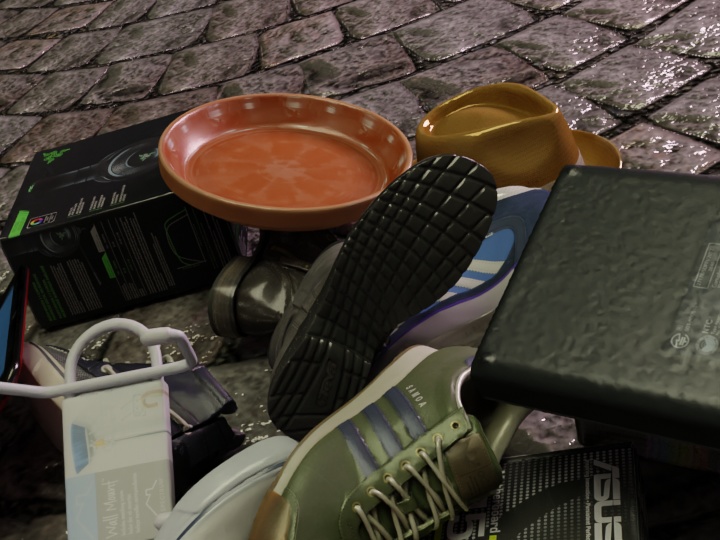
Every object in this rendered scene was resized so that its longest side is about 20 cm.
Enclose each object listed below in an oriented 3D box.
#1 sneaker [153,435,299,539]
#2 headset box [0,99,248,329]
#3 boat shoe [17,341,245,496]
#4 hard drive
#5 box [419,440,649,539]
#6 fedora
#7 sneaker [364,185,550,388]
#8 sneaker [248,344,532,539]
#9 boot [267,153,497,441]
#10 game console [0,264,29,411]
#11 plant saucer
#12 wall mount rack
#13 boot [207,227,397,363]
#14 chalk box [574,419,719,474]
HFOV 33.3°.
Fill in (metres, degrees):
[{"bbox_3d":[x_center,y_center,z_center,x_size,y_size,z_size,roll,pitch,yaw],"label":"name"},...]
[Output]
[{"bbox_3d":[-0.085,0.179,0.633,0.071,0.073,0.200,33,77,37],"label":"sneaker"},{"bbox_3d":[-0.203,-0.051,1.050,0.198,0.094,0.175,-15,30,6],"label":"headset box"},{"bbox_3d":[-0.162,0.090,0.833,0.092,0.075,0.199,-30,41,-29],"label":"boat shoe"},{"bbox_3d":[0.165,0.015,0.583,0.198,0.033,0.140,9,59,36],"label":"hard drive"},{"bbox_3d":[0.049,0.177,0.599,0.191,0.048,0.201,-11,31,18],"label":"box"},{"bbox_3d":[0.107,-0.094,0.967,0.198,0.083,0.201,-13,32,8],"label":"fedora"},{"bbox_3d":[0.064,0.023,0.797,0.199,0.081,0.147,-39,26,-1],"label":"sneaker"},{"bbox_3d":[0.028,0.100,0.620,0.089,0.068,0.200,-4,27,37],"label":"sneaker"},{"bbox_3d":[0.000,0.000,0.747,0.201,0.070,0.132,-51,14,10],"label":"boot"},{"bbox_3d":[-0.316,0.085,0.835,0.170,0.120,0.200,-3,21,-13],"label":"game console"},{"bbox_3d":[-0.058,-0.084,0.943,0.197,0.033,0.201,3,32,-2],"label":"plant saucer"},{"bbox_3d":[-0.177,0.111,0.704,0.171,0.075,0.202,-11,61,1],"label":"wall mount rack"},{"bbox_3d":[-0.003,0.001,0.905,0.172,0.070,0.201,5,41,24],"label":"boot"},{"bbox_3d":[0.225,0.032,0.666,0.198,0.126,0.124,8,39,34],"label":"chalk box"}]
